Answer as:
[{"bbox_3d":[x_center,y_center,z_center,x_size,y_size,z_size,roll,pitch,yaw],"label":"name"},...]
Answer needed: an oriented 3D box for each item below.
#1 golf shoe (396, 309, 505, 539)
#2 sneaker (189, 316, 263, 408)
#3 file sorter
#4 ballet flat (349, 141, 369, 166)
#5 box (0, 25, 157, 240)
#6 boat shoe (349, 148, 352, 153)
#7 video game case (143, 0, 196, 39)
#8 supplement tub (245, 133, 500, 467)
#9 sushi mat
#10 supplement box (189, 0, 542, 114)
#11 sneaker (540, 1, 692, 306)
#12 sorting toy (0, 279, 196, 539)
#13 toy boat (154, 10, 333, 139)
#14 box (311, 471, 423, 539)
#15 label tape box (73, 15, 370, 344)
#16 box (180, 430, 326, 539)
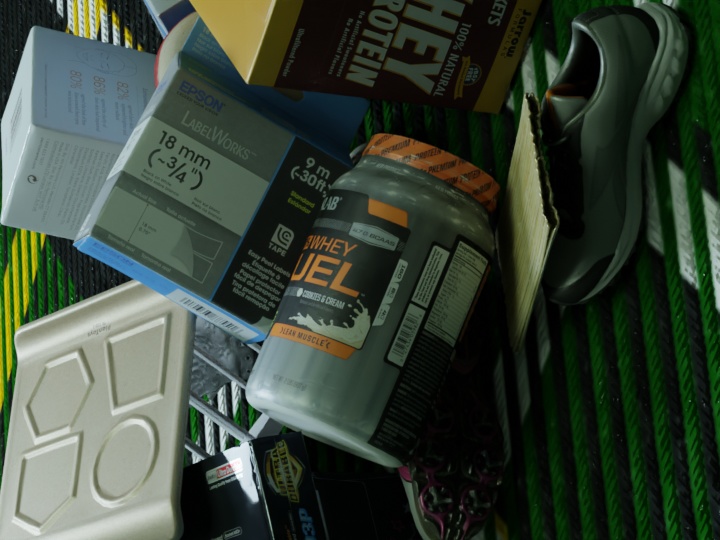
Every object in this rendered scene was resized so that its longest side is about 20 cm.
[{"bbox_3d":[0.051,0.109,1.498,0.092,0.072,0.201,126,147,-50],"label":"golf shoe"},{"bbox_3d":[-0.085,0.044,1.758,0.199,0.060,0.105,-19,96,37],"label":"sneaker"},{"bbox_3d":[-0.134,0.116,1.655,0.139,0.124,0.200,-53,2,35],"label":"file sorter"},{"bbox_3d":[0.000,0.000,1.628,0.062,0.067,0.201,-90,13,-80],"label":"ballet flat"},{"bbox_3d":[-0.195,-0.103,1.803,0.153,0.199,0.107,-100,28,-51],"label":"box"},{"bbox_3d":[-0.086,-0.045,1.693,0.201,0.072,0.060,-29,37,42],"label":"boat shoe"},{"bbox_3d":[-0.136,-0.194,1.706,0.182,0.045,0.200,61,178,43],"label":"video game case"},{"bbox_3d":[0.013,0.019,1.421,0.122,0.122,0.201,5,70,61],"label":"supplement tub"},{"bbox_3d":[0.106,-0.026,1.377,0.200,0.012,0.096,96,170,-65],"label":"sushi mat"},{"bbox_3d":[-0.004,-0.223,1.501,0.197,0.199,0.133,56,133,49],"label":"supplement box"},{"bbox_3d":[0.141,-0.075,1.347,0.074,0.079,0.201,38,120,53],"label":"sneaker"},{"bbox_3d":[-0.184,0.114,1.514,0.185,0.036,0.201,-21,57,36],"label":"sorting toy"},{"bbox_3d":[-0.087,-0.098,1.584,0.131,0.130,0.201,174,86,-72],"label":"toy boat"},{"bbox_3d":[-0.022,0.259,1.540,0.115,0.132,0.201,-52,43,46],"label":"box"},{"bbox_3d":[-0.087,-0.072,1.474,0.201,0.144,0.063,-64,12,-14],"label":"label tape box"},{"bbox_3d":[-0.091,0.210,1.465,0.200,0.046,0.160,-26,74,51],"label":"box"}]
